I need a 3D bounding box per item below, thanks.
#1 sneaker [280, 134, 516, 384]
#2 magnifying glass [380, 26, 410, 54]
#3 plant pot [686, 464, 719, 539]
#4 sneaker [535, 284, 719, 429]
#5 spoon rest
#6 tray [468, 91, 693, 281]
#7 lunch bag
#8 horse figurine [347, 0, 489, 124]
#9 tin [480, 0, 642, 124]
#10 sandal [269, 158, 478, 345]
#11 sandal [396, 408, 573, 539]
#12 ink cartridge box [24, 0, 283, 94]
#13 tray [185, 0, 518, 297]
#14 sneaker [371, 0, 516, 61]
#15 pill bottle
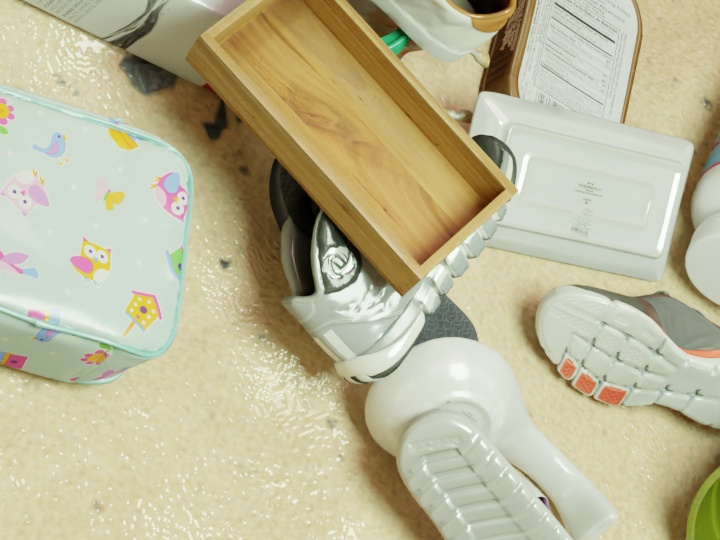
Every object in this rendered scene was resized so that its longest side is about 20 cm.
[{"bbox_3d":[0.017,-0.036,1.447,0.115,0.075,0.200,43,61,-21],"label":"sneaker"},{"bbox_3d":[-0.001,-0.231,1.559,0.079,0.022,0.200,0,66,-4],"label":"magnifying glass"},{"bbox_3d":[0.354,0.151,1.610,0.200,0.200,0.193,49,38,-9],"label":"plant pot"},{"bbox_3d":[0.202,0.050,1.619,0.200,0.077,0.082,25,31,-27],"label":"sneaker"},{"bbox_3d":[0.085,0.112,1.490,0.200,0.099,0.061,39,17,-29],"label":"spoon rest"},{"bbox_3d":[0.157,-0.057,1.615,0.200,0.022,0.108,11,96,-33],"label":"tray"},{"bbox_3d":[-0.196,-0.027,1.340,0.200,0.077,0.161,18,59,-29],"label":"lunch bag"},{"bbox_3d":[0.027,-0.188,1.584,0.132,0.050,0.201,11,70,-18],"label":"horse figurine"},{"bbox_3d":[0.152,-0.153,1.676,0.112,0.042,0.200,32,55,-27],"label":"tin"},{"bbox_3d":[0.000,0.001,1.501,0.076,0.043,0.200,-47,110,-32],"label":"sandal"},{"bbox_3d":[0.092,0.168,1.463,0.203,0.082,0.050,62,8,-19],"label":"sandal"},{"bbox_3d":[-0.119,-0.216,1.472,0.200,0.083,0.146,25,58,-27],"label":"ink cartridge box"},{"bbox_3d":[-0.005,-0.090,1.410,0.200,0.037,0.099,47,59,2],"label":"tray"},{"bbox_3d":[0.020,-0.219,1.471,0.200,0.085,0.073,33,55,-23],"label":"sneaker"},{"bbox_3d":[0.313,-0.067,1.709,0.109,0.109,0.200,40,52,-16],"label":"pill bottle"}]
